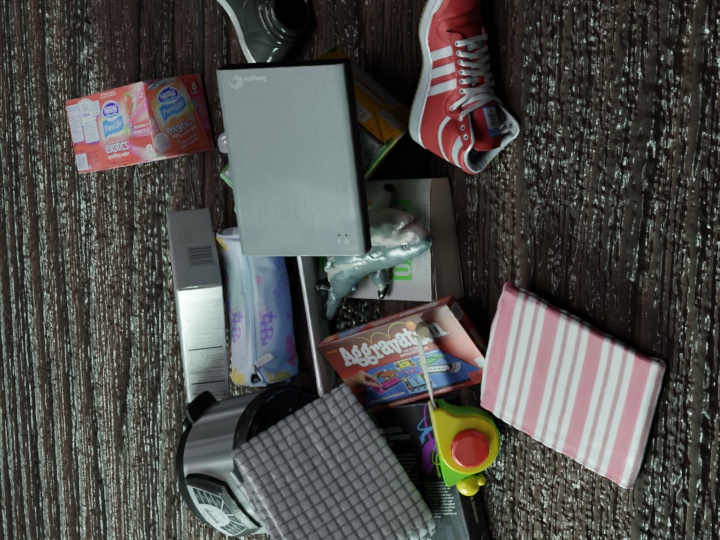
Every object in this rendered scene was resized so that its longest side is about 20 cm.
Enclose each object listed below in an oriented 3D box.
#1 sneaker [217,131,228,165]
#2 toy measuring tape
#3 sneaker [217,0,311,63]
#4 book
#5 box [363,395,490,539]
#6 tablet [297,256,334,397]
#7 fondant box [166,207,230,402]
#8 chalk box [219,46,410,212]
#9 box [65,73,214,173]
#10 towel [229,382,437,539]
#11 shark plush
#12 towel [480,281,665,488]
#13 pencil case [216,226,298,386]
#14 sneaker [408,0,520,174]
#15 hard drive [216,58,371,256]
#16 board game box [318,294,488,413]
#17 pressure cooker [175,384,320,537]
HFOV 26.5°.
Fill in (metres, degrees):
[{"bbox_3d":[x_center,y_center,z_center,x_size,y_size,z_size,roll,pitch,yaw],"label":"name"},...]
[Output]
[{"bbox_3d":[-0.093,-0.122,1.795,0.200,0.075,0.114,-5,98,56],"label":"sneaker"},{"bbox_3d":[0.108,0.145,1.628,0.073,0.073,0.201,6,112,49],"label":"toy measuring tape"},{"bbox_3d":[-0.120,-0.334,1.766,0.099,0.071,0.200,-34,81,47],"label":"sneaker"},{"bbox_3d":[0.026,-0.036,1.703,0.200,0.048,0.134,1,96,51],"label":"book"},{"bbox_3d":[0.075,0.245,1.734,0.143,0.036,0.201,-11,94,50],"label":"box"},{"bbox_3d":[-0.052,0.039,1.778,0.130,0.014,0.201,-65,-33,-82],"label":"tablet"},{"bbox_3d":[-0.201,0.044,1.899,0.145,0.058,0.200,-104,12,-45],"label":"fondant box"},{"bbox_3d":[-0.056,-0.118,1.645,0.124,0.124,0.200,42,118,0],"label":"chalk box"},{"bbox_3d":[-0.289,-0.190,1.987,0.200,0.094,0.103,-5,97,50],"label":"box"},{"bbox_3d":[-0.033,0.251,1.699,0.200,0.165,0.086,54,170,20],"label":"towel"},{"bbox_3d":[0.000,0.000,1.655,0.083,0.091,0.200,42,123,3],"label":"shark plush"},{"bbox_3d":[0.210,0.112,1.531,0.200,0.030,0.147,29,124,33],"label":"towel"},{"bbox_3d":[-0.127,0.041,1.866,0.083,0.091,0.201,-1,99,25],"label":"pencil case"},{"bbox_3d":[0.110,-0.193,1.527,0.112,0.071,0.201,42,138,40],"label":"sneaker"},{"bbox_3d":[-0.067,-0.114,1.562,0.139,0.033,0.201,0,109,20],"label":"hard drive"},{"bbox_3d":[0.052,0.095,1.671,0.200,0.019,0.103,-21,112,43],"label":"board game box"},{"bbox_3d":[-0.125,0.237,1.865,0.200,0.178,0.177,-16,68,51],"label":"pressure cooker"}]
